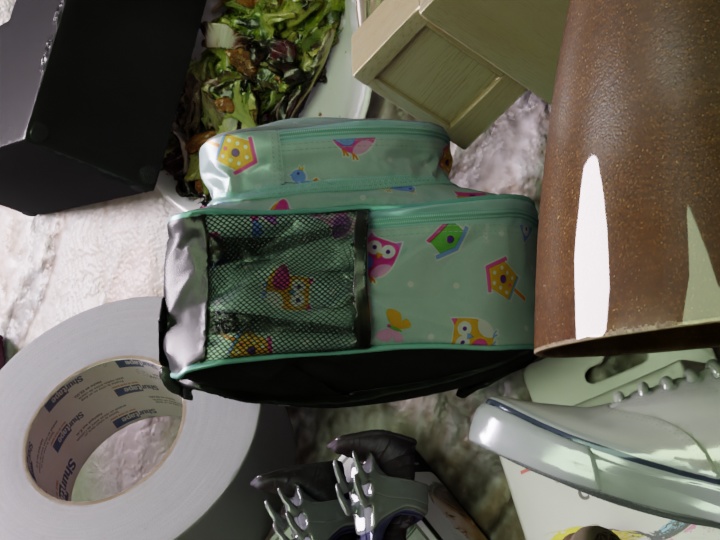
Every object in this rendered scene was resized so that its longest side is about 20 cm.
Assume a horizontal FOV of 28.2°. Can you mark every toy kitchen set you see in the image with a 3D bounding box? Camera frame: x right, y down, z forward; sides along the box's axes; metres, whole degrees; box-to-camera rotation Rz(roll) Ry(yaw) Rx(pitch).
[{"bbox_3d":[0.119,-0.177,0.786,0.200,0.163,0.181,-43,31,31],"label":"toy kitchen set"}]

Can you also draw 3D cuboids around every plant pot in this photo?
[{"bbox_3d":[0.157,-0.071,0.624,0.187,0.187,0.201,-10,81,32],"label":"plant pot"}]

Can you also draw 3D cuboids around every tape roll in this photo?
[{"bbox_3d":[-0.143,0.113,0.868,0.200,0.066,0.201,-11,48,13],"label":"tape roll"}]

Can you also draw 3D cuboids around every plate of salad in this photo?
[{"bbox_3d":[-0.079,-0.126,0.926,0.200,0.048,0.201,-4,82,32],"label":"plate of salad"}]

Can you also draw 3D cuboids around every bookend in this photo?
[{"bbox_3d":[-0.197,-0.150,0.965,0.200,0.092,0.199,-7,66,54],"label":"bookend"}]

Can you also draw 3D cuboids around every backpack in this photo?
[{"bbox_3d":[0.000,0.000,0.765,0.199,0.176,0.154,4,81,-2],"label":"backpack"}]

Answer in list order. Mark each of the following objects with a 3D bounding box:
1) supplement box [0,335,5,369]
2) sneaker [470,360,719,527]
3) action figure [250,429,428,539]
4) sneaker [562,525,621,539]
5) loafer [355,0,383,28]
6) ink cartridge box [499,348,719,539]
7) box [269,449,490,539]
[{"bbox_3d":[-0.317,0.147,1.001,0.103,0.131,0.200,-19,75,29],"label":"supplement box"},{"bbox_3d":[0.151,0.077,0.654,0.200,0.073,0.071,12,80,21],"label":"sneaker"},{"bbox_3d":[0.010,0.189,0.738,0.130,0.069,0.200,-37,59,38],"label":"action figure"},{"bbox_3d":[0.095,0.223,0.675,0.075,0.070,0.201,-9,80,33],"label":"sneaker"},{"bbox_3d":[0.056,-0.202,0.829,0.067,0.076,0.200,18,94,40],"label":"loafer"},{"bbox_3d":[0.146,0.122,0.733,0.116,0.067,0.200,-27,70,28],"label":"ink cartridge box"},{"bbox_3d":[0.035,0.204,0.801,0.117,0.060,0.200,-50,61,18],"label":"box"}]
